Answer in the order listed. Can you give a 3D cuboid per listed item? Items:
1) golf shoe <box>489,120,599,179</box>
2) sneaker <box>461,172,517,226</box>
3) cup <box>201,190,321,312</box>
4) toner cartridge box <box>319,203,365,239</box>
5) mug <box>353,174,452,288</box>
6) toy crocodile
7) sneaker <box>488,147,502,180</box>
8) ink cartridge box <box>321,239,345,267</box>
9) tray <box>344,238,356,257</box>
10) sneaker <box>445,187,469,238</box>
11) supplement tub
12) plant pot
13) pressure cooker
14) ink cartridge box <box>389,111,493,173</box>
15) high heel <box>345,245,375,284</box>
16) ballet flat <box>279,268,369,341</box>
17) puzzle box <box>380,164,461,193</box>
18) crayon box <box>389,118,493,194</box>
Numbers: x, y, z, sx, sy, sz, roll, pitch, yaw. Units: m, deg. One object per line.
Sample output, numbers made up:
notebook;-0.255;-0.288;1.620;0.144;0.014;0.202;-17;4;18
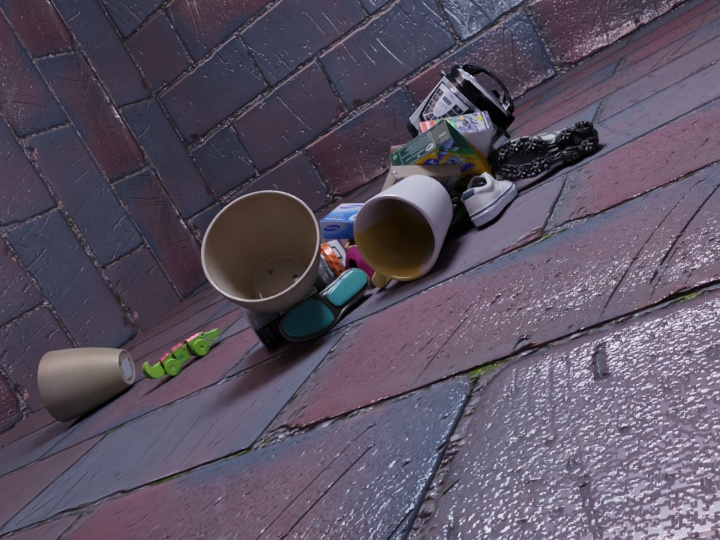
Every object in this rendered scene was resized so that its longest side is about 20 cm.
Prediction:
golf shoe;0.342;-0.218;1.311;0.197;0.079;0.094;-11;4;21
sneaker;0.234;-0.145;1.276;0.072;0.072;0.200;-26;8;27
cup;-0.150;-0.009;1.188;0.199;0.201;0.144;-32;-29;-7
toner cartridge box;0.018;-0.105;1.507;0.197;0.044;0.095;3;30;35
mug;0.072;-0.079;1.193;0.185;0.150;0.153;-26;14;37
toy crocodile;-0.417;0.193;1.657;0.199;0.062;0.067;-35;10;-23
sneaker;0.284;-0.220;1.512;0.075;0.081;0.201;-42;24;26
ink cartridge box;-0.097;0.002;1.458;0.115;0.068;0.200;-37;-3;17
tray;0.025;-0.063;1.551;0.097;0.038;0.200;-9;14;7
sneaker;0.125;-0.072;1.314;0.199;0.079;0.084;-33;-29;33
supplement tub;-0.123;0.042;1.309;0.198;0.124;0.122;-33;10;-8
plant pot;-0.701;0.279;1.850;0.196;0.191;0.187;-16;11;5
pressure cooker;0.213;-0.321;1.462;0.200;0.175;0.179;-47;20;17
ink cartridge box;0.146;-0.233;1.338;0.196;0.051;0.110;-11;-30;-6
high heel;0.000;0.000;1.363;0.200;0.067;0.097;133;159;-67
ballet flat;-0.060;0.069;1.204;0.199;0.067;0.064;-37;-16;-32
puzzle box;0.095;-0.124;1.317;0.131;0.026;0.201;-5;-30;-16
crayon box;0.160;-0.188;1.316;0.125;0.052;0.199;-30;-32;25
